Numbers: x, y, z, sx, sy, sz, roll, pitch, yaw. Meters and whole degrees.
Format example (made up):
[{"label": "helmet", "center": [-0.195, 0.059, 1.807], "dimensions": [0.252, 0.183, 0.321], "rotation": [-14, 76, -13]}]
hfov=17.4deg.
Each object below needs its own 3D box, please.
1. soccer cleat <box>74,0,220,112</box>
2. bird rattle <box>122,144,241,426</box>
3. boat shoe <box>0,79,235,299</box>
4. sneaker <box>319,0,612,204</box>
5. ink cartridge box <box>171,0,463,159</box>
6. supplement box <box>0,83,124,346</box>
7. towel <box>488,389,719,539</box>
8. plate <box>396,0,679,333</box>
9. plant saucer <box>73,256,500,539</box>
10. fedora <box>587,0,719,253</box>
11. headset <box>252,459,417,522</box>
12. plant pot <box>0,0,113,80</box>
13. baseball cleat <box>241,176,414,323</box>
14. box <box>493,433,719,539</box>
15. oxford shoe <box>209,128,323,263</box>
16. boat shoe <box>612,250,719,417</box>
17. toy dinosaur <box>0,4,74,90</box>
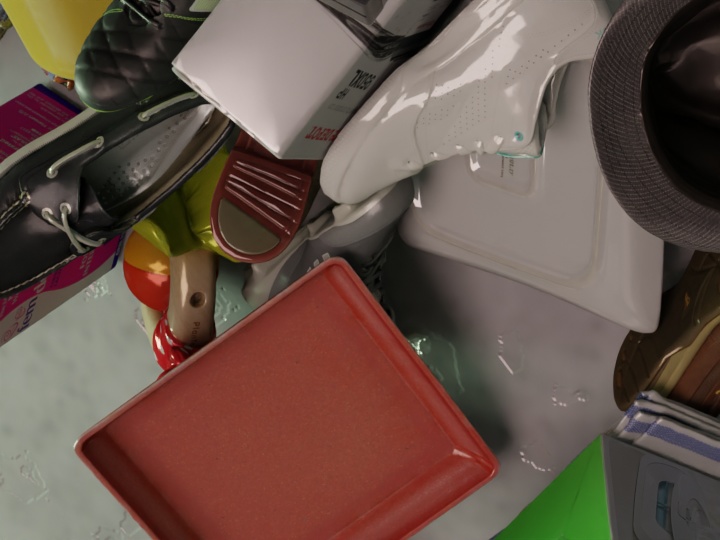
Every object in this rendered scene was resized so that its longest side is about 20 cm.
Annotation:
[{"label": "soccer cleat", "center": [-0.092, -0.174, 1.301], "dimensions": [0.067, 0.200, 0.081], "rotation": [37, 169, 30]}, {"label": "bird rattle", "center": [-0.110, 0.008, 1.509], "dimensions": [0.112, 0.163, 0.201], "rotation": [-10, 112, -11]}, {"label": "boat shoe", "center": [-0.159, -0.049, 1.381], "dimensions": [0.200, 0.076, 0.060], "rotation": [-45, 43, 4]}, {"label": "sneaker", "center": [0.061, -0.088, 1.310], "dimensions": [0.089, 0.075, 0.200], "rotation": [48, 118, 2]}, {"label": "ink cartridge box", "center": [0.002, -0.160, 1.295], "dimensions": [0.084, 0.145, 0.200], "rotation": [41, 99, 8]}, {"label": "supplement box", "center": [-0.239, -0.026, 1.522], "dimensions": [0.103, 0.200, 0.101], "rotation": [32, 126, 15]}, {"label": "towel", "center": [0.173, 0.154, 1.428], "dimensions": [0.147, 0.024, 0.200], "rotation": [23, 132, -20]}, {"label": "plate", "center": [0.092, -0.076, 1.374], "dimensions": [0.200, 0.032, 0.200], "rotation": [21, 123, 37]}, {"label": "plant saucer", "center": [-0.045, 0.108, 1.453], "dimensions": [0.200, 0.037, 0.200], "rotation": [-36, 120, 3]}, {"label": "fedora", "center": [0.217, -0.105, 1.248], "dimensions": [0.199, 0.090, 0.177], "rotation": [-17, 109, 7]}, {"label": "headset", "center": [-0.052, 0.127, 1.545], "dimensions": [0.199, 0.124, 0.094], "rotation": [-21, 128, 20]}, {"label": "plant pot", "center": [-0.159, -0.223, 1.393], "dimensions": [0.200, 0.201, 0.189], "rotation": [12, 133, 27]}, {"label": "baseball cleat", "center": [0.000, 0.000, 1.463], "dimensions": [0.106, 0.070, 0.200], "rotation": [47, 151, -6]}, {"label": "box", "center": [0.163, 0.215, 1.405], "dimensions": [0.176, 0.097, 0.200], "rotation": [21, 132, -21]}, {"label": "oxford shoe", "center": [-0.037, -0.099, 1.418], "dimensions": [0.070, 0.075, 0.200], "rotation": [27, 88, 2]}, {"label": "boat shoe", "center": [0.221, 0.020, 1.348], "dimensions": [0.067, 0.072, 0.200], "rotation": [20, 135, -16]}, {"label": "toy dinosaur", "center": [-0.227, -0.200, 1.492], "dimensions": [0.105, 0.181, 0.200], "rotation": [25, 87, 40]}]
